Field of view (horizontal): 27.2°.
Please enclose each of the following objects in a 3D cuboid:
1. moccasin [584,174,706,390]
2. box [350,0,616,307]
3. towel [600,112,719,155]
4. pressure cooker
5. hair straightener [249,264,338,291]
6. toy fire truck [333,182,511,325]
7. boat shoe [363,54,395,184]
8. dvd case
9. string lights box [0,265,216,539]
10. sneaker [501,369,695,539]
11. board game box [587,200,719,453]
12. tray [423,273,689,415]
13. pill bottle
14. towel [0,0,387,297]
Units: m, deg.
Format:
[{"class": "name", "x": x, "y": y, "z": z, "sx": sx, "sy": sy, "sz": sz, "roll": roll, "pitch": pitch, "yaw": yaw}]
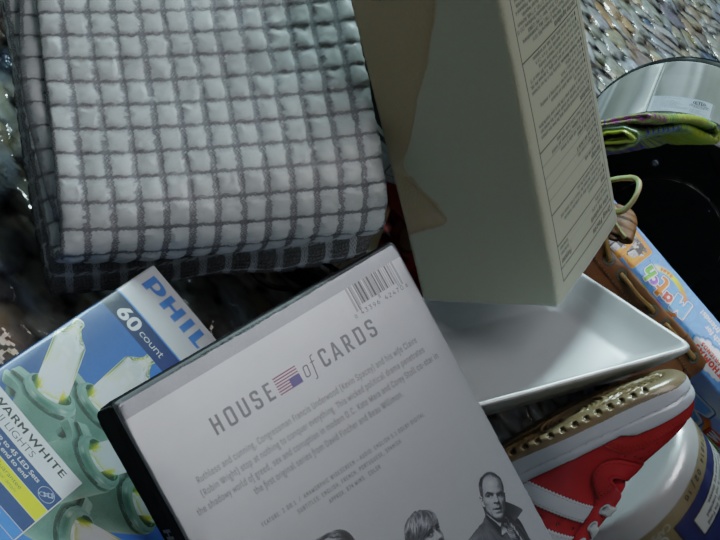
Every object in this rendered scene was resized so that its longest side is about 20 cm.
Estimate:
[{"class": "moccasin", "x": 0.127, "y": -0.017, "z": 0.838, "sx": 0.202, "sy": 0.078, "sz": 0.074, "roll": 57, "pitch": -1, "yaw": -1}, {"class": "box", "x": 0.061, "y": -0.090, "z": 0.716, "sx": 0.095, "sy": 0.077, "sz": 0.201, "roll": -47, "pitch": 131, "yaw": -49}, {"class": "towel", "x": 0.118, "y": -0.074, "z": 0.967, "sx": 0.143, "sy": 0.199, "sz": 0.023, "roll": -7, "pitch": 89, "yaw": -59}, {"class": "pressure cooker", "x": 0.241, "y": -0.066, "z": 1.118, "sx": 0.176, "sy": 0.179, "sz": 0.200, "roll": 43, "pitch": 31, "yaw": -6}, {"class": "hair straightener", "x": 0.000, "y": 0.000, "z": 0.861, "sx": 0.200, "sy": 0.041, "sz": 0.077, "roll": 27, "pitch": 36, "yaw": -33}, {"class": "toy fire truck", "x": 0.007, "y": -0.024, "z": 0.812, "sx": 0.141, "sy": 0.049, "sz": 0.200, "roll": 6, "pitch": 40, "yaw": -48}, {"class": "boat shoe", "x": -0.004, "y": -0.135, "z": 0.841, "sx": 0.072, "sy": 0.071, "sz": 0.200, "roll": 7, "pitch": 39, "yaw": -49}, {"class": "dvd case", "x": 0.004, "y": 0.108, "z": 0.601, "sx": 0.150, "sy": 0.025, "sz": 0.201, "roll": -30, "pitch": 92, "yaw": -34}, {"class": "string lights box", "x": -0.116, "y": 0.083, "z": 0.595, "sx": 0.103, "sy": 0.059, "sz": 0.200, "roll": 50, "pitch": 30, "yaw": -1}, {"class": "sneaker", "x": 0.086, "y": 0.136, "z": 0.689, "sx": 0.113, "sy": 0.200, "sz": 0.071, "roll": 58, "pitch": 5, "yaw": 3}, {"class": "board game box", "x": 0.166, "y": 0.035, "z": 0.949, "sx": 0.037, "sy": 0.151, "sz": 0.200, "roll": -42, "pitch": 90, "yaw": -20}, {"class": "tray", "x": 0.046, "y": 0.044, "z": 0.712, "sx": 0.199, "sy": 0.022, "sz": 0.107, "roll": -12, "pitch": 28, "yaw": -24}, {"class": "pill bottle", "x": 0.180, "y": 0.168, "z": 0.826, "sx": 0.200, "sy": 0.111, "sz": 0.111, "roll": 49, "pitch": 27, "yaw": -26}, {"class": "towel", "x": -0.087, "y": -0.093, "z": 0.726, "sx": 0.165, "sy": 0.086, "sz": 0.201, "roll": -6, "pitch": 71, "yaw": -18}]
